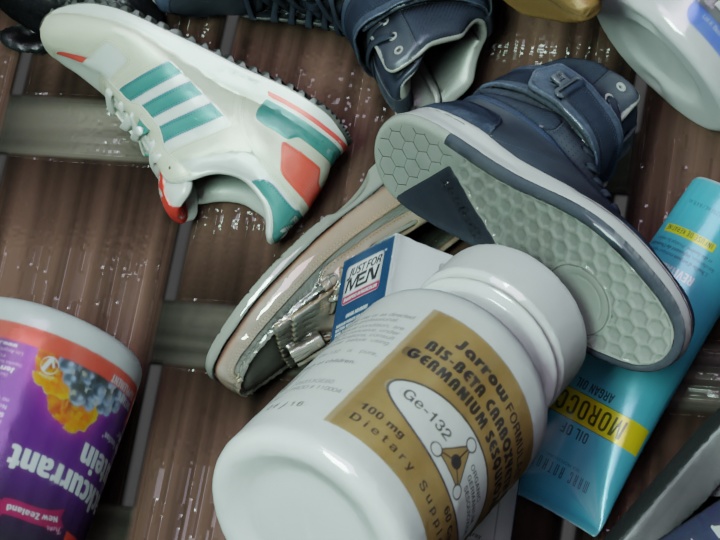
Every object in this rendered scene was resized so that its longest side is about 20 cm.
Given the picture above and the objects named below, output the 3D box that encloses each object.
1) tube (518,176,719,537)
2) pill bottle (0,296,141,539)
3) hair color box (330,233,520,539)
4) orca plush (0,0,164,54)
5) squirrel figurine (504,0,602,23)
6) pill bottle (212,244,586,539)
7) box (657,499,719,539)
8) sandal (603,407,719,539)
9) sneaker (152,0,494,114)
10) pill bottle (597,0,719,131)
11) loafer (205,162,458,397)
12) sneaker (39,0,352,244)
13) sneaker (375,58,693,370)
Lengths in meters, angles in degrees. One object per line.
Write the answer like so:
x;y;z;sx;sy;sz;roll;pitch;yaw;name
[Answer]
0.150;0.045;1.468;0.077;0.050;0.200;25;78;39;tube
-0.200;0.125;1.476;0.111;0.111;0.201;12;70;18;pill bottle
0.031;0.093;1.439;0.100;0.060;0.201;21;66;-24;hair color box
-0.204;-0.206;1.646;0.105;0.071;0.200;-38;64;-5;orca plush
0.116;-0.244;1.497;0.187;0.142;0.200;-40;20;-20;squirrel figurine
0.027;0.074;1.333;0.114;0.115;0.200;25;43;22;pill bottle
0.260;0.188;1.333;0.198;0.123;0.200;-33;64;-4;box
0.201;0.098;1.425;0.048;0.075;0.201;43;89;0;sandal
-0.021;-0.147;1.573;0.201;0.077;0.147;-14;61;6;sneaker
0.235;-0.183;1.508;0.200;0.114;0.114;-43;64;-8;pill bottle
0.000;0.000;1.511;0.063;0.072;0.200;40;77;18;loafer
-0.110;-0.083;1.562;0.199;0.070;0.094;25;79;11;sneaker
0.127;-0.038;1.448;0.202;0.077;0.146;41;40;23;sneaker
